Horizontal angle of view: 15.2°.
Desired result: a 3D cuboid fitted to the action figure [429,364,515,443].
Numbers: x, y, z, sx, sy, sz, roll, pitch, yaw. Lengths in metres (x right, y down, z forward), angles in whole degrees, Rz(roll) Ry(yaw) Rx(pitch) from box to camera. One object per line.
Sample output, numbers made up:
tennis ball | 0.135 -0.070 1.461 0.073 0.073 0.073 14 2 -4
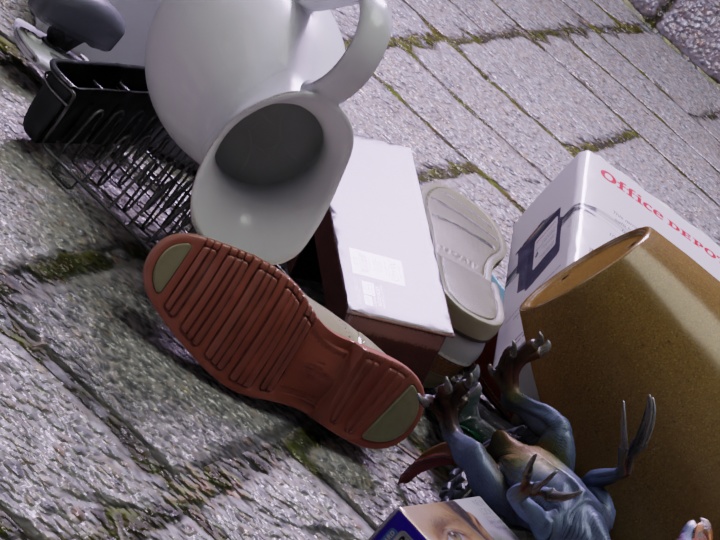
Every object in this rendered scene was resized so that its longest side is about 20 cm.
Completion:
action figure | 0.133 0.143 1.701 0.200 0.055 0.118 42 13 -9

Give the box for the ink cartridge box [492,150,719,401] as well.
ink cartridge box | 0.172 0.031 1.770 0.145 0.084 0.200 36 29 -13

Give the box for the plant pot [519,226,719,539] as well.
plant pot | 0.186 0.081 1.595 0.200 0.186 0.186 58 15 -6

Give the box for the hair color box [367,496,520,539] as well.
hair color box | 0.089 0.209 1.398 0.200 0.065 0.109 44 17 20

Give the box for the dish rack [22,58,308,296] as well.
dish rack | -0.107 -0.043 1.645 0.200 0.055 0.153 45 17 14

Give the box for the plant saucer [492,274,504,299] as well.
plant saucer | 0.033 -0.007 1.914 0.200 0.027 0.200 36 17 -13

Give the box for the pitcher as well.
pitcher | -0.048 -0.122 1.587 0.121 0.172 0.200 29 22 -26

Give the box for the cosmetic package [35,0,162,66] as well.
cosmetic package | -0.127 -0.158 1.872 0.200 0.071 0.101 34 17 -22

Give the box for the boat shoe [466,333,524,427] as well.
boat shoe | 0.142 0.105 1.794 0.200 0.071 0.063 45 19 2

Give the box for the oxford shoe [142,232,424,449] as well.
oxford shoe | -0.054 0.037 1.552 0.200 0.071 0.074 38 0 -31

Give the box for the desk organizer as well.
desk organizer | 0.000 0.000 1.719 0.072 0.077 0.200 13 34 -18

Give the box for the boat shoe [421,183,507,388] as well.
boat shoe | 0.051 0.007 1.783 0.075 0.068 0.200 31 23 -10

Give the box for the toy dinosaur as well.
toy dinosaur | 0.118 0.124 1.486 0.182 0.105 0.200 59 -22 22

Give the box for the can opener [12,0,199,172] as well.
can opener | -0.141 -0.123 1.756 0.200 0.067 0.053 27 21 -37

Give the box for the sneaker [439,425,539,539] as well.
sneaker | 0.107 0.172 1.557 0.086 0.078 0.200 51 10 -35
